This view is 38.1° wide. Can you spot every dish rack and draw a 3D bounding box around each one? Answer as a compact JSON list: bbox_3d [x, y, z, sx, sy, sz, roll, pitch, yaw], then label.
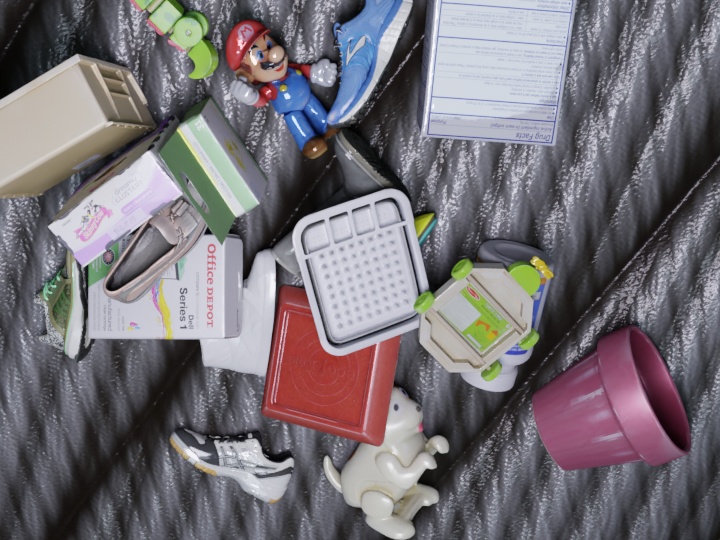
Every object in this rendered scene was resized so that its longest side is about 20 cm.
[{"bbox_3d":[0.000,0.000,1.413,0.170,0.044,0.202,-19,107,-16],"label":"dish rack"}]

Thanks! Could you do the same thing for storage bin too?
[{"bbox_3d":[-0.389,-0.182,1.350,0.199,0.199,0.094,-28,92,9],"label":"storage bin"}]

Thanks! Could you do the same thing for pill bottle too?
[{"bbox_3d":[0.203,0.067,1.503,0.111,0.112,0.202,10,111,-5],"label":"pill bottle"}]

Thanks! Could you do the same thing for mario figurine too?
[{"bbox_3d":[-0.096,-0.246,1.373,0.106,0.124,0.200,-32,113,24],"label":"mario figurine"}]

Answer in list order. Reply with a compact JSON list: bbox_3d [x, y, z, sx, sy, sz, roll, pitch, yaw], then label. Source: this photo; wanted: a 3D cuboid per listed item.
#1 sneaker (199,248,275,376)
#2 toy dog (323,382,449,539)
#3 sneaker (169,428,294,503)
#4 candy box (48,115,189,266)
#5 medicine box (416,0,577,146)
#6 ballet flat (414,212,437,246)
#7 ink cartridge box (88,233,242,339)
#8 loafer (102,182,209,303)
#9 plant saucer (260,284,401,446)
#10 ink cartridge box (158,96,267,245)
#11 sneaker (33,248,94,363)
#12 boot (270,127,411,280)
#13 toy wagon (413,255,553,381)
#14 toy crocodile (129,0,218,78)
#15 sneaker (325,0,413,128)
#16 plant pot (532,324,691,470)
[{"bbox_3d":[-0.183,0.059,1.511,0.115,0.074,0.202,7,112,-7],"label":"sneaker"},{"bbox_3d":[0.041,0.267,1.579,0.193,0.139,0.202,18,117,31],"label":"toy dog"},{"bbox_3d":[-0.194,0.277,1.606,0.199,0.076,0.088,28,93,-15],"label":"sneaker"},{"bbox_3d":[-0.304,-0.110,1.374,0.167,0.200,0.072,-34,108,12],"label":"candy box"},{"bbox_3d":[0.174,-0.276,1.373,0.180,0.103,0.202,4,112,-3],"label":"medicine box"},{"bbox_3d":[0.035,-0.009,1.498,0.067,0.067,0.201,32,109,5],"label":"ballet flat"},{"bbox_3d":[-0.270,0.022,1.450,0.198,0.084,0.146,0,89,8],"label":"ink cartridge box"},{"bbox_3d":[-0.266,-0.038,1.377,0.072,0.063,0.200,39,92,8],"label":"loafer"},{"bbox_3d":[-0.049,0.138,1.501,0.198,0.037,0.202,12,98,19],"label":"plant saucer"},{"bbox_3d":[-0.188,-0.135,1.367,0.048,0.200,0.146,-29,109,12],"label":"ink cartridge box"},{"bbox_3d":[-0.431,0.034,1.499,0.088,0.077,0.202,10,109,4],"label":"sneaker"},{"bbox_3d":[-0.046,-0.084,1.444,0.199,0.073,0.182,-32,132,15],"label":"boot"},{"bbox_3d":[0.175,0.052,1.414,0.200,0.040,0.155,-42,108,12],"label":"toy wagon"},{"bbox_3d":[-0.257,-0.338,1.357,0.062,0.068,0.200,-39,107,14],"label":"toy crocodile"},{"bbox_3d":[-0.004,-0.283,1.380,0.089,0.079,0.201,24,91,2],"label":"sneaker"},{"bbox_3d":[0.359,0.203,1.528,0.178,0.200,0.201,-26,110,25],"label":"plant pot"}]
